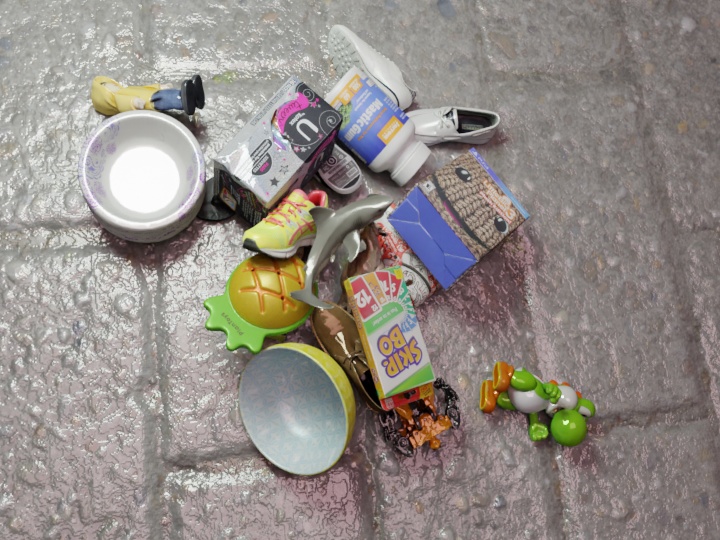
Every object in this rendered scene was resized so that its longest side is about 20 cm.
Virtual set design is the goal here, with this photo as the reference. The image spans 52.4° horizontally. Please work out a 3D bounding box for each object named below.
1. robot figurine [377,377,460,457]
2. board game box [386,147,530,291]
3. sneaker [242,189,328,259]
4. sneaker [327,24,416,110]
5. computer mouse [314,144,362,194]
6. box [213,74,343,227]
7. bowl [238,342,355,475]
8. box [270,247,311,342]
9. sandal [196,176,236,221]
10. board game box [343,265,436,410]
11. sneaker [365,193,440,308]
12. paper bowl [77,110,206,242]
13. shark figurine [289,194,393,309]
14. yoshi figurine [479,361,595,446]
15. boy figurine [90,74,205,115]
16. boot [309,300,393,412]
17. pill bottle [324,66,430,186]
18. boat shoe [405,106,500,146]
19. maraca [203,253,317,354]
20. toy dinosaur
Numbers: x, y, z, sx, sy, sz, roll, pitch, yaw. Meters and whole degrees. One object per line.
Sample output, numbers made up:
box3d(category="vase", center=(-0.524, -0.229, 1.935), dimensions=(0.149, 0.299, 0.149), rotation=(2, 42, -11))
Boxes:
box3d(category="robot figurine", center=(0.078, 0.201, 1.203), dimensions=(0.143, 0.058, 0.203), rotation=(-25, 80, -16))
box3d(category="board game box", center=(0.168, -0.090, 1.240), dimensions=(0.160, 0.097, 0.199), rotation=(50, 44, 5))
box3d(category="sneaker", center=(-0.113, -0.078, 1.129), dimensions=(0.077, 0.199, 0.093), rotation=(18, 113, 24))
box3d(category="sneaker", center=(0.018, -0.374, 1.352), dimensions=(0.080, 0.076, 0.201), rotation=(-38, 89, -30))
box3d(category="computer mouse", center=(-0.078, -0.205, 1.295), dimensions=(0.109, 0.044, 0.201), rotation=(-37, 79, -23))
box3d(category="box", center=(-0.133, -0.185, 1.181), dimensions=(0.114, 0.132, 0.201), rotation=(37, 68, 2))
box3d(category="bowl", center=(-0.081, 0.200, 1.134), dimensions=(0.202, 0.199, 0.107), rotation=(55, 30, 7))
box3d(category="box", center=(-0.130, 0.009, 1.219), dimensions=(0.073, 0.050, 0.205), rotation=(17, 73, -6))
box3d(category="sandal", center=(-0.195, -0.146, 1.249), dimensions=(0.197, 0.048, 0.077), rotation=(-22, 79, -16))
box3d(category="board game box", center=(0.047, 0.100, 1.108), dimensions=(0.094, 0.030, 0.205), rotation=(-13, 82, -27))
box3d(category="sneaker", center=(0.055, -0.030, 1.258), dimensions=(0.202, 0.067, 0.108), rotation=(46, 69, 1))
box3d(category="paper bowl", center=(-0.349, -0.146, 1.189), dimensions=(0.195, 0.104, 0.206), rotation=(3, 73, -10))
box3d(category="shark figurine", center=(-0.057, -0.046, 1.104), dimensions=(0.090, 0.127, 0.216), rotation=(46, 72, -35))
box3d(category="yoshi figurine", center=(0.303, 0.232, 1.221), dimensions=(0.195, 0.112, 0.115), rotation=(17, 88, -9))
box3d(category="boy figurine", center=(-0.361, -0.295, 1.232), dimensions=(0.195, 0.066, 0.125), rotation=(6, 28, 16))
box3d(category="boot", center=(-0.008, 0.131, 1.129), dimensions=(0.073, 0.075, 0.202), rotation=(-36, 88, -6))
box3d(category="pill bottle", center=(0.027, -0.247, 1.283), dimensions=(0.199, 0.112, 0.113), rotation=(42, 71, -5))
box3d(category="boat shoe", center=(0.161, -0.274, 1.347), dimensions=(0.195, 0.065, 0.076), rotation=(-6, 76, -13))
box3d(category="maraca", center=(-0.148, 0.045, 1.111), dimensions=(0.136, 0.108, 0.200), rotation=(38, 51, 13))
box3d(category="toy dinosaur", center=(0.000, 0.000, 1.213), dimensions=(0.084, 0.201, 0.137), rotation=(5, 47, -40))
